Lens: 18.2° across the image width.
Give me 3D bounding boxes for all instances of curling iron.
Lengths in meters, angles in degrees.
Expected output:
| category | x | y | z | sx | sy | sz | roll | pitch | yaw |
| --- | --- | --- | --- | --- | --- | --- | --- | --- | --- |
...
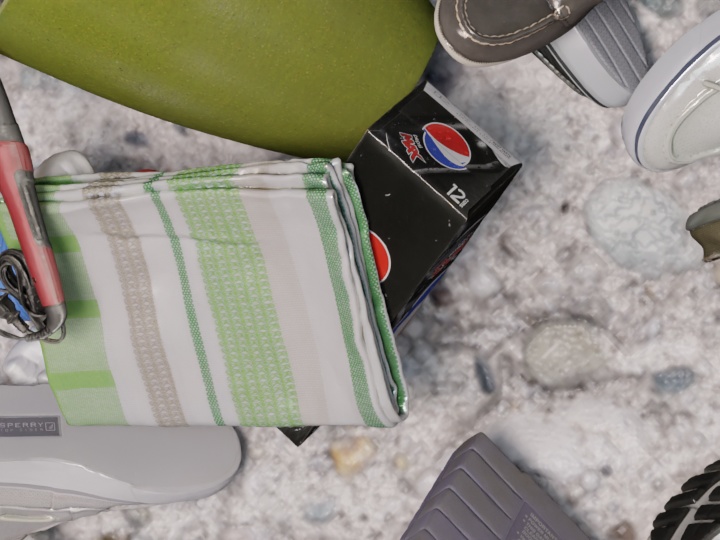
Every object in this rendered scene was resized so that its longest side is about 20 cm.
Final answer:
| category | x | y | z | sx | sy | sz | roll | pitch | yaw |
| --- | --- | --- | --- | --- | --- | --- | --- | --- | --- |
| curling iron | -0.185 | -0.056 | 1.116 | 0.049 | 0.026 | 0.202 | -7 | 103 | 25 |

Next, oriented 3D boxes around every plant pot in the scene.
| category | x | y | z | sx | sy | sz | roll | pitch | yaw |
| --- | --- | --- | --- | --- | --- | --- | --- | --- | --- |
| plant pot | -0.063 | -0.146 | 1.159 | 0.199 | 0.187 | 0.188 | 31 | 100 | -11 |

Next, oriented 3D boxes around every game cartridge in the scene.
| category | x | y | z | sx | sy | sz | roll | pitch | yaw |
| --- | --- | --- | --- | --- | --- | --- | --- | --- | --- |
| game cartridge | 0.104 | 0.188 | 1.155 | 0.200 | 0.130 | 0.038 | 46 | 117 | -4 |

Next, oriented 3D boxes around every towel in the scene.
| category | x | y | z | sx | sy | sz | roll | pitch | yaw |
| --- | --- | --- | --- | --- | --- | --- | --- | --- | --- |
| towel | -0.083 | 0.019 | 1.136 | 0.198 | 0.031 | 0.150 | -3 | 116 | 23 |

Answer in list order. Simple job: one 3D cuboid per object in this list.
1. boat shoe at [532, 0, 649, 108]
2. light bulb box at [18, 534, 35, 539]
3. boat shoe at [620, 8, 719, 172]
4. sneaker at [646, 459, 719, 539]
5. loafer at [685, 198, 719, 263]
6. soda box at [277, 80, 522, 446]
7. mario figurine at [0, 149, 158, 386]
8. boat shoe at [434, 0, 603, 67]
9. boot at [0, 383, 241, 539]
| category | x | y | z | sx | sy | sz | roll | pitch | yaw |
| --- | --- | --- | --- | --- | --- | --- | --- | --- | --- |
| boat shoe | 0.073 | -0.161 | 1.180 | 0.071 | 0.072 | 0.201 | -38 | 88 | 34 |
| light bulb box | -0.214 | 0.280 | 1.180 | 0.124 | 0.198 | 0.201 | 36 | 113 | 6 |
| boat shoe | 0.230 | -0.098 | 1.132 | 0.201 | 0.075 | 0.086 | -32 | 49 | 7 |
| sneaker | 0.189 | 0.166 | 1.147 | 0.200 | 0.078 | 0.091 | -44 | 104 | -24 |
| loafer | 0.264 | -0.006 | 1.143 | 0.198 | 0.075 | 0.070 | 3 | 91 | 11 |
| soda box | 0.000 | 0.000 | 1.156 | 0.071 | 0.063 | 0.200 | 41 | 133 | 6 |
| mario figurine | -0.171 | 0.004 | 1.210 | 0.198 | 0.123 | 0.107 | -11 | 73 | 16 |
| boat shoe | 0.119 | -0.172 | 1.117 | 0.199 | 0.057 | 0.067 | -35 | 87 | -24 |
| boot | -0.171 | 0.111 | 1.248 | 0.198 | 0.096 | 0.074 | 7 | 54 | -13 |
